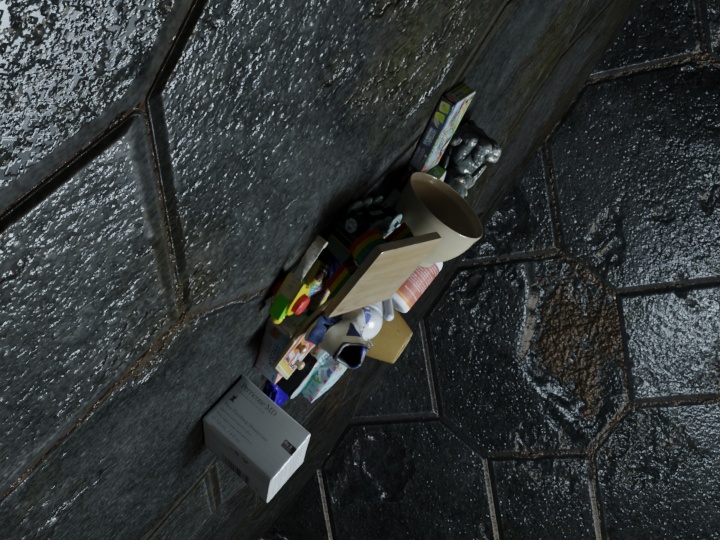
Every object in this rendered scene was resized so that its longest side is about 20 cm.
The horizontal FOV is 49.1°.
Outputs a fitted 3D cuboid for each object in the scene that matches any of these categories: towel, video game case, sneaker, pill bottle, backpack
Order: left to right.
[{"bbox_3d":[-0.171,0.272,2.014,0.200,0.049,0.149,-44,166,-38],"label":"towel"},{"bbox_3d":[-0.099,0.194,1.851,0.201,0.150,0.178,-51,178,-44],"label":"backpack"},{"bbox_3d":[-0.024,0.143,1.609,0.081,0.115,0.199,-54,164,24],"label":"sneaker"},{"bbox_3d":[0.044,-0.098,1.851,0.144,0.018,0.200,-50,168,-11],"label":"video game case"},{"bbox_3d":[0.131,-0.006,1.938,0.201,0.112,0.112,-50,168,-11],"label":"pill bottle"}]

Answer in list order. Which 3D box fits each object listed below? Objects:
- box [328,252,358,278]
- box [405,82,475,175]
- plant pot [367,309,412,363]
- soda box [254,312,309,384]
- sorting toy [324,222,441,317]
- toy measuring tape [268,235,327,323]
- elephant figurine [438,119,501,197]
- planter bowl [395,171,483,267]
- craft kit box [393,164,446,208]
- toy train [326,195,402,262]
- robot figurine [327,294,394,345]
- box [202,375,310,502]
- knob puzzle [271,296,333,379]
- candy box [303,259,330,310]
[{"bbox_3d":[0.000,0.000,1.695,0.041,0.122,0.199,-10,-175,30],"label":"box"},{"bbox_3d":[0.172,-0.302,1.717,0.110,0.035,0.202,-40,163,-47],"label":"box"},{"bbox_3d":[0.027,0.141,2.001,0.188,0.198,0.187,-53,170,-13],"label":"plant pot"},{"bbox_3d":[-0.166,0.154,1.659,0.068,0.063,0.201,-43,165,-37],"label":"soda box"},{"bbox_3d":[0.032,-0.013,1.555,0.198,0.070,0.199,-14,151,-48],"label":"sorting toy"},{"bbox_3d":[-0.110,0.018,1.471,0.202,0.073,0.073,-57,167,20],"label":"toy measuring tape"},{"bbox_3d":[0.243,-0.246,1.928,0.154,0.141,0.203,-13,134,-49],"label":"elephant figurine"},{"bbox_3d":[0.149,-0.096,1.714,0.135,0.200,0.200,-49,171,28],"label":"planter bowl"},{"bbox_3d":[0.119,-0.135,1.890,0.198,0.048,0.201,-46,167,-18],"label":"craft kit box"},{"bbox_3d":[0.009,-0.084,1.603,0.115,0.085,0.199,-53,167,24],"label":"toy train"},{"bbox_3d":[-0.005,0.076,1.801,0.114,0.166,0.203,105,-13,-57],"label":"robot figurine"},{"bbox_3d":[-0.227,0.368,1.710,0.131,0.198,0.201,-46,166,-28],"label":"box"},{"bbox_3d":[-0.100,0.140,1.650,0.221,0.030,0.220,-51,168,-15],"label":"knob puzzle"},{"bbox_3d":[-0.093,0.033,1.656,0.103,0.026,0.200,-59,168,0],"label":"candy box"}]
